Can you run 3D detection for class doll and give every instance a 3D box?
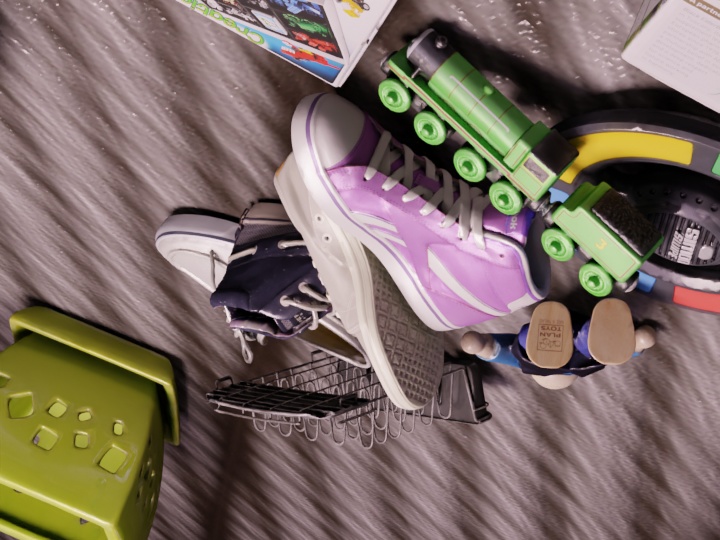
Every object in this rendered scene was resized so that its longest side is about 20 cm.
[{"bbox_3d":[0.137,0.051,1.232,0.136,0.049,0.200,-2,172,2],"label":"doll"}]

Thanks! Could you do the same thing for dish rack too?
[{"bbox_3d":[-0.013,0.101,1.383,0.153,0.055,0.200,3,-169,41],"label":"dish rack"}]

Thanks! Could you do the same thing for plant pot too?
[{"bbox_3d":[-0.275,0.159,1.710,0.198,0.182,0.200,21,155,7],"label":"plant pot"}]

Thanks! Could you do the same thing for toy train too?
[{"bbox_3d":[0.092,-0.065,1.040,0.200,0.042,0.056,43,143,4],"label":"toy train"}]

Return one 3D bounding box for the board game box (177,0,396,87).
[{"bbox_3d":[-0.076,-0.188,1.013,0.199,0.035,0.126,28,154,-7],"label":"board game box"}]

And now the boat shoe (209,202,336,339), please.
[{"bbox_3d":[-0.016,0.007,1.273,0.199,0.093,0.075,2,147,39],"label":"boat shoe"}]

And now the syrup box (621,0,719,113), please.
[{"bbox_3d":[0.196,-0.149,0.787,0.081,0.079,0.200,27,155,-5],"label":"syrup box"}]

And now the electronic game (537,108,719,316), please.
[{"bbox_3d":[0.194,-0.031,1.069,0.199,0.042,0.200,20,154,10],"label":"electronic game"}]

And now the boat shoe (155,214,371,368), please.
[{"bbox_3d":[-0.075,0.028,1.377,0.201,0.086,0.075,22,155,5],"label":"boat shoe"}]

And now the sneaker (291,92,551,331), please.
[{"bbox_3d":[0.050,-0.048,1.140,0.114,0.073,0.201,-14,132,41],"label":"sneaker"}]

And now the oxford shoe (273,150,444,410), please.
[{"bbox_3d":[0.000,0.000,1.201,0.058,0.075,0.201,-15,104,40],"label":"oxford shoe"}]
